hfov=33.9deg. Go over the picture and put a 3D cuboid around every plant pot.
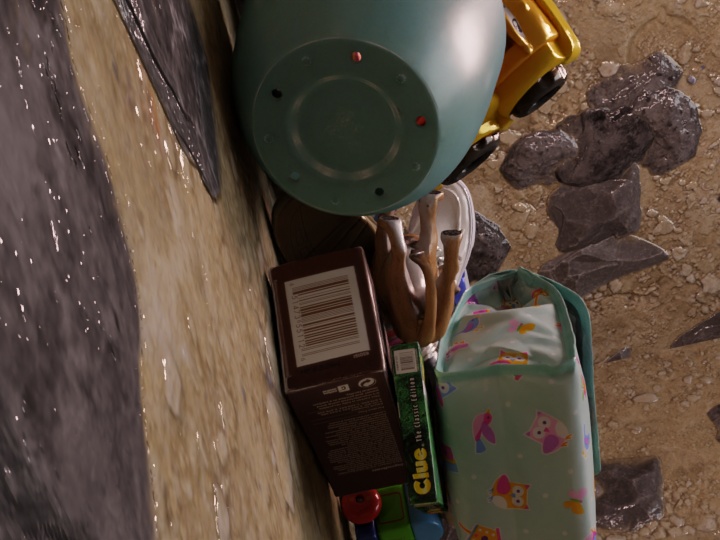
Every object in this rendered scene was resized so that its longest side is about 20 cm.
[{"bbox_3d":[0.000,-0.131,0.817,0.162,0.198,0.203,-78,158,-56],"label":"plant pot"}]

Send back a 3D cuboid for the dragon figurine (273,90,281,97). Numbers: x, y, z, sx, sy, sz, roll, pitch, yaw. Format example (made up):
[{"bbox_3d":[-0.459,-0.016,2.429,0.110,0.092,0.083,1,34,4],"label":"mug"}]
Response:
[{"bbox_3d":[-0.052,-0.143,1.101,0.100,0.058,0.202,-98,176,-60],"label":"dragon figurine"}]

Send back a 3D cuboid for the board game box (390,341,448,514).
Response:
[{"bbox_3d":[0.045,0.120,0.858,0.200,0.023,0.106,66,19,-75],"label":"board game box"}]

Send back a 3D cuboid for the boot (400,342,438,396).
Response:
[{"bbox_3d":[0.067,0.148,1.145,0.151,0.073,0.200,47,-28,3],"label":"boot"}]

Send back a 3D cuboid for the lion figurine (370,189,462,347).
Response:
[{"bbox_3d":[0.039,0.012,0.871,0.200,0.071,0.124,-74,166,-72],"label":"lion figurine"}]

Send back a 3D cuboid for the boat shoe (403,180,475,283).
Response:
[{"bbox_3d":[0.066,-0.001,1.211,0.086,0.074,0.204,18,90,-80],"label":"boat shoe"}]

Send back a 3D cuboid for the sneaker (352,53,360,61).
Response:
[{"bbox_3d":[-0.047,-0.215,1.182,0.200,0.072,0.078,-134,-150,-64],"label":"sneaker"}]

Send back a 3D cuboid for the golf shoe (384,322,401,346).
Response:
[{"bbox_3d":[0.000,0.000,1.149,0.200,0.072,0.093,-138,-151,-66],"label":"golf shoe"}]

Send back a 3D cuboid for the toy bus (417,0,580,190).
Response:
[{"bbox_3d":[0.064,-0.162,0.987,0.136,0.200,0.192,52,24,8],"label":"toy bus"}]

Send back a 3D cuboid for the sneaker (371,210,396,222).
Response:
[{"bbox_3d":[-0.031,-0.067,1.015,0.070,0.082,0.199,47,14,31],"label":"sneaker"}]

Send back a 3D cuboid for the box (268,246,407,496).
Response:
[{"bbox_3d":[-0.010,0.080,0.867,0.201,0.074,0.101,71,7,-57],"label":"box"}]

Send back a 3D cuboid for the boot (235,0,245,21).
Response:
[{"bbox_3d":[-0.083,-0.257,0.958,0.091,0.072,0.202,66,3,-55],"label":"boot"}]

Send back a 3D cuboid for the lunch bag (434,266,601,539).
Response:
[{"bbox_3d":[0.122,0.106,0.911,0.200,0.120,0.173,-69,152,-69],"label":"lunch bag"}]

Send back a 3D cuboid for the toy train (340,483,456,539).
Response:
[{"bbox_3d":[0.036,0.152,1.043,0.085,0.114,0.202,76,4,-48],"label":"toy train"}]

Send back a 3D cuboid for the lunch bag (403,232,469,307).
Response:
[{"bbox_3d":[0.076,0.054,1.466,0.199,0.123,0.172,17,-50,52],"label":"lunch bag"}]

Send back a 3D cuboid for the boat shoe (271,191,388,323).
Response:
[{"bbox_3d":[-0.016,-0.018,0.967,0.065,0.071,0.200,50,6,40],"label":"boat shoe"}]
